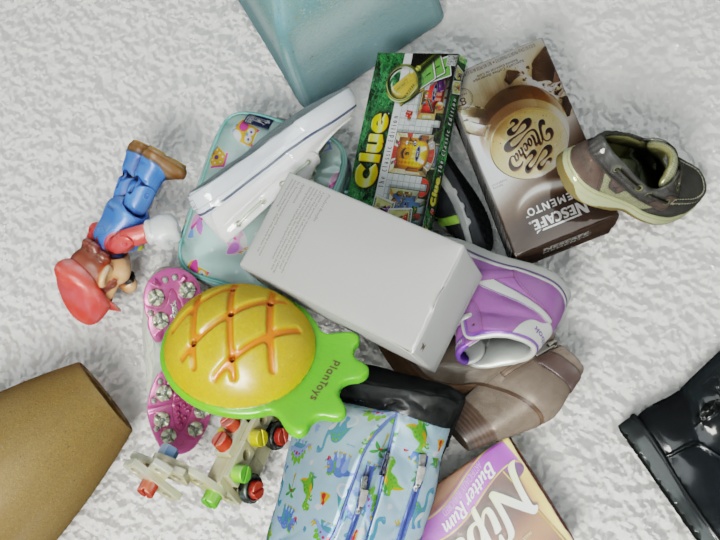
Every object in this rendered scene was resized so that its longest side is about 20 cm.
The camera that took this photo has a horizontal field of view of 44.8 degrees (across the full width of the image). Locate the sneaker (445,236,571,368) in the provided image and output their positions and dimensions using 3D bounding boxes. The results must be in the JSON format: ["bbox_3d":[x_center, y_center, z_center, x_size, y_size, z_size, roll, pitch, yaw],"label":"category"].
[{"bbox_3d":[0.092,0.032,0.851,0.198,0.073,0.115,12,47,32],"label":"sneaker"}]

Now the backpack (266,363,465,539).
[{"bbox_3d":[-0.003,0.196,0.797,0.162,0.152,0.204,10,95,52],"label":"backpack"}]

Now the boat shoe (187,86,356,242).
[{"bbox_3d":[-0.078,-0.106,0.882,0.199,0.074,0.067,-36,107,-4],"label":"boat shoe"}]

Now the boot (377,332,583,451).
[{"bbox_3d":[0.120,0.085,0.883,0.145,0.071,0.200,-34,57,-13],"label":"boot"}]

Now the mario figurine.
[{"bbox_3d":[-0.252,-0.032,0.952,0.105,0.123,0.202,28,88,-6],"label":"mario figurine"}]

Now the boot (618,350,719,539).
[{"bbox_3d":[0.364,0.178,0.814,0.167,0.076,0.202,-35,70,6],"label":"boot"}]

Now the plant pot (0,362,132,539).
[{"bbox_3d":[-0.341,0.195,0.898,0.199,0.187,0.187,-38,75,-13],"label":"plant pot"}]

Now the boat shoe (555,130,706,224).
[{"bbox_3d":[0.274,-0.092,0.831,0.198,0.066,0.073,4,66,-34],"label":"boat shoe"}]

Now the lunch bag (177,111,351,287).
[{"bbox_3d":[-0.097,-0.067,0.942,0.158,0.077,0.203,18,83,13],"label":"lunch bag"}]

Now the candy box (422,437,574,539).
[{"bbox_3d":[0.096,0.267,0.857,0.198,0.056,0.118,-34,74,4],"label":"candy box"}]

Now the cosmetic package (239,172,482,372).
[{"bbox_3d":[0.000,0.000,0.814,0.198,0.085,0.109,26,82,26],"label":"cosmetic package"}]

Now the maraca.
[{"bbox_3d":[-0.090,0.079,0.790,0.197,0.108,0.138,18,56,21],"label":"maraca"}]

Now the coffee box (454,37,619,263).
[{"bbox_3d":[0.173,-0.118,0.902,0.111,0.080,0.203,-21,77,4],"label":"coffee box"}]

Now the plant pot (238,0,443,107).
[{"bbox_3d":[-0.045,-0.333,0.920,0.194,0.200,0.198,-32,76,2],"label":"plant pot"}]

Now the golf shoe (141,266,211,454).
[{"bbox_3d":[-0.199,0.093,0.940,0.074,0.091,0.204,-2,99,-21],"label":"golf shoe"}]

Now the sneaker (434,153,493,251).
[{"bbox_3d":[0.068,-0.085,0.930,0.082,0.071,0.202,-35,71,18],"label":"sneaker"}]

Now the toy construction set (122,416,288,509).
[{"bbox_3d":[-0.137,0.156,0.875,0.091,0.132,0.201,12,55,43],"label":"toy construction set"}]

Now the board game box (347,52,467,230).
[{"bbox_3d":[0.041,-0.121,0.891,0.104,0.023,0.204,10,88,39],"label":"board game box"}]
